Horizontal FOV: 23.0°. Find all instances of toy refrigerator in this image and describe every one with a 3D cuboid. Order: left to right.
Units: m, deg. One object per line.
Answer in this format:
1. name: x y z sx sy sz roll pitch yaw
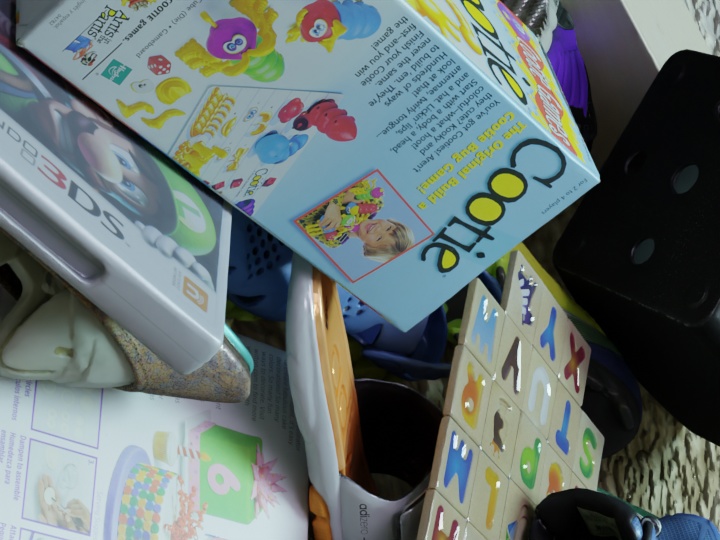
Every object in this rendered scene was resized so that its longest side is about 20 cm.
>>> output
1. toy refrigerator: 0.149 -0.136 1.039 0.070 0.076 0.200 -42 105 -46

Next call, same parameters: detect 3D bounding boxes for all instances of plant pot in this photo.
1. plant pot: 0.223 -0.006 0.924 0.177 0.199 0.200 31 89 -31

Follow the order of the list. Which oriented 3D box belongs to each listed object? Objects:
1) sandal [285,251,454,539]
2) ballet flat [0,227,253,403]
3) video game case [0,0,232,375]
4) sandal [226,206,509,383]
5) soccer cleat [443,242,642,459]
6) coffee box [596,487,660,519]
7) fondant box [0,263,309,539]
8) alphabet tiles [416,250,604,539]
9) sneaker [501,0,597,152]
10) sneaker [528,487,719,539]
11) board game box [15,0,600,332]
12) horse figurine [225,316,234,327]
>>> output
1. sandal: 0.009 0.074 0.746 0.079 0.059 0.207 -84 169 -45
2. ballet flat: -0.125 -0.003 0.633 0.200 0.068 0.067 45 64 -15
3. video game case: -0.114 -0.077 0.630 0.182 0.023 0.200 43 22 -24
4. sandal: 0.000 0.000 0.783 0.200 0.087 0.080 29 68 -52
5. soccer cleat: 0.074 0.015 0.923 0.200 0.065 0.084 50 13 -13
6. coffee box: 0.101 0.202 0.872 0.123 0.044 0.200 27 57 -35
7. fondant box: -0.110 0.081 0.691 0.200 0.058 0.144 22 58 -38
8. alphabet tiles: 0.072 0.101 0.798 0.166 0.006 0.200 49 46 -49
9. sneaker: 0.089 -0.085 0.937 0.100 0.070 0.200 65 25 -17
10. sneaker: 0.123 0.139 0.802 0.200 0.079 0.089 -16 104 -61
11. board game box: -0.019 -0.086 0.664 0.200 0.105 0.103 38 24 -33
12. horse figurine: -0.091 -0.066 0.779 0.200 0.050 0.133 43 55 -30
